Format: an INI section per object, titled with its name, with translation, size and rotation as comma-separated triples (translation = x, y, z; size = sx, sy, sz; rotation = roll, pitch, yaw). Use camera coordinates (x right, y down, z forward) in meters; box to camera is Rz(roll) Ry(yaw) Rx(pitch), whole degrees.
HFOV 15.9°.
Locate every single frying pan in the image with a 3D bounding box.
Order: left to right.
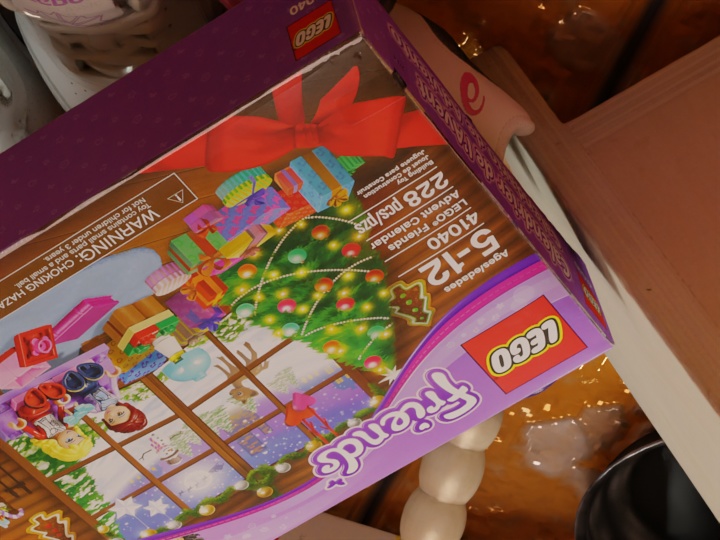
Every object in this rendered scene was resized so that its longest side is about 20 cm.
[frying pan]
translation = 0.136, 0.061, 0.859
size = 0.114, 0.031, 0.191
rotation = 9, 137, -3

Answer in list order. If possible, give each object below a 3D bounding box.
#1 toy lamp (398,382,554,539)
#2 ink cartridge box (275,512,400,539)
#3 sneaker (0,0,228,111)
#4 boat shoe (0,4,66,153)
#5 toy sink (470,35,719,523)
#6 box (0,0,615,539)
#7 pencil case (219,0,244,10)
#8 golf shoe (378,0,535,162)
[toy lamp]
translation = 0.014, 0.112, 0.842
size = 0.058, 0.058, 0.201
rotation = 16, 102, -7
[ink cartridge box]
translation = 0.003, 0.154, 0.944
size = 0.199, 0.067, 0.117
rotation = 16, 139, 16
[sneaker]
translation = -0.077, -0.085, 0.696
size = 0.074, 0.100, 0.201
rotation = -2, 138, 11
[boat shoe]
translation = -0.133, -0.059, 0.756
size = 0.070, 0.070, 0.201
rotation = -8, 134, 19
[toy sink]
translation = 0.131, 0.005, 0.727
size = 0.112, 0.200, 0.131
rotation = -30, 129, -1
[box]
translation = -0.051, 0.019, 0.678
size = 0.199, 0.039, 0.137
rotation = -31, 133, 14
[pencil case]
translation = 0.053, -0.109, 0.650
size = 0.198, 0.092, 0.094
rotation = -3, 168, 11
[golf shoe]
translation = 0.000, 0.000, 0.763
size = 0.088, 0.077, 0.201
rotation = 30, 149, 19
